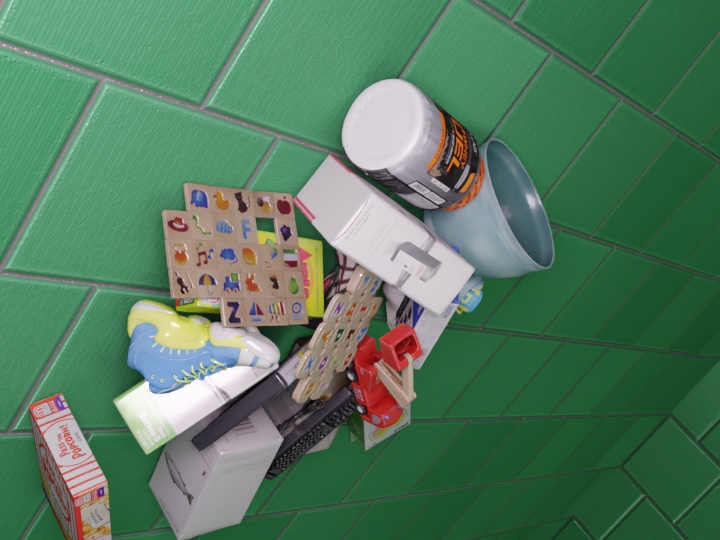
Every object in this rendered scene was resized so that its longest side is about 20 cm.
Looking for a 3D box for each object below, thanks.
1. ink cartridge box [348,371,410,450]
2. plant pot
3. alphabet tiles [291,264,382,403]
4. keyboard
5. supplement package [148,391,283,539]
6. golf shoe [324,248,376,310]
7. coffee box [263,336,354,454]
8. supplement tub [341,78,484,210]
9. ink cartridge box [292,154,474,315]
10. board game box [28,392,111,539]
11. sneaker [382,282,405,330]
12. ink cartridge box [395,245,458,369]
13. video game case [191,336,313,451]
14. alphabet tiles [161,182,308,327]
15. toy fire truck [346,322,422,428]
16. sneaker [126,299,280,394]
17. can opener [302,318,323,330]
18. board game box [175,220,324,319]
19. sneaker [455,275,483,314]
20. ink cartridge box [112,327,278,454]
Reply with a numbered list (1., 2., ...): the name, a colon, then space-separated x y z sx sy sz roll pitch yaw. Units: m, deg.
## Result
1. ink cartridge box: 0.035 0.264 1.665 0.103 0.059 0.201 -28 145 -20
2. plant pot: 0.176 -0.071 1.316 0.134 0.202 0.200 -25 155 27
3. alphabet tiles: -0.029 0.084 1.208 0.201 0.015 0.195 -63 162 7
4. keyboard: -0.088 0.253 1.416 0.200 0.021 0.127 -41 146 2
5. supplement package: -0.223 0.292 1.380 0.117 0.117 0.201 -5 133 -43
6. golf shoe: 0.000 0.000 1.292 0.077 0.088 0.201 -7 133 -38
7. coffee box: -0.075 0.201 1.458 0.114 0.080 0.201 -4 133 -43
8. supplement tub: 0.075 -0.151 1.155 0.123 0.123 0.200 -48 148 12
9. ink cartridge box: 0.031 -0.044 1.157 0.200 0.146 0.085 35 98 -36
10. board game box: -0.373 0.281 1.179 0.046 0.152 0.201 -20 141 -29
11. sneaker: 0.076 0.071 1.473 0.080 0.077 0.200 -34 147 8
12. ink cartridge box: 0.093 0.056 1.307 0.044 0.095 0.200 10 147 -8
13. video game case: -0.126 0.158 1.267 0.200 0.026 0.181 -39 -179 34
14. alphabet tiles: -0.145 -0.016 1.075 0.008 0.169 0.199 -16 168 42
15. toy fire truck: 0.039 0.159 1.342 0.049 0.141 0.201 -33 124 -29
16. sneaker: -0.194 0.108 1.088 0.076 0.199 0.106 19 87 -70
17. can opener: -0.108 0.040 1.233 0.079 0.063 0.200 -45 139 6
18. board game box: -0.133 0.004 1.127 0.047 0.103 0.199 -12 166 43
19. sneaker: 0.117 0.005 1.376 0.199 0.131 0.080 7 126 -49
20. ink cartridge box: -0.214 0.149 1.196 0.199 0.084 0.145 -33 179 -13
